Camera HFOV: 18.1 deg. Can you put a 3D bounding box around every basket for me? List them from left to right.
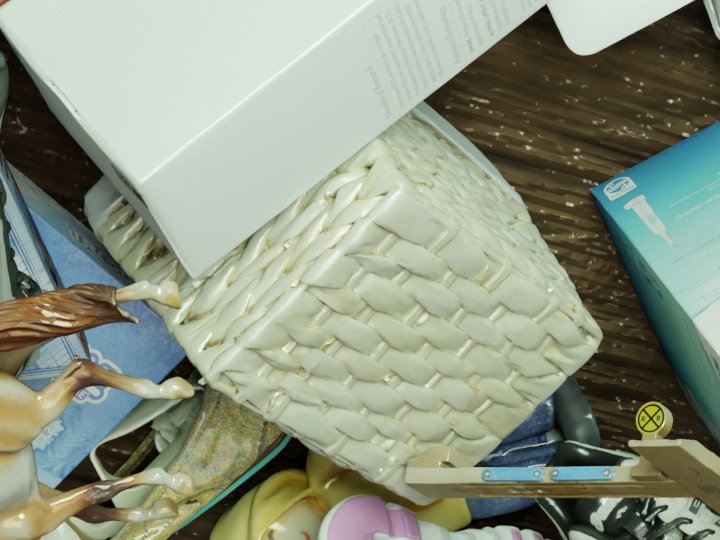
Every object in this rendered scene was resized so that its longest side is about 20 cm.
[{"bbox_3d":[0.000,0.000,0.996,0.136,0.124,0.200,-44,142,10],"label":"basket"}]

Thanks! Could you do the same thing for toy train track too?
[{"bbox_3d":[0.111,0.078,0.954,0.199,0.033,0.115,-4,156,32],"label":"toy train track"}]

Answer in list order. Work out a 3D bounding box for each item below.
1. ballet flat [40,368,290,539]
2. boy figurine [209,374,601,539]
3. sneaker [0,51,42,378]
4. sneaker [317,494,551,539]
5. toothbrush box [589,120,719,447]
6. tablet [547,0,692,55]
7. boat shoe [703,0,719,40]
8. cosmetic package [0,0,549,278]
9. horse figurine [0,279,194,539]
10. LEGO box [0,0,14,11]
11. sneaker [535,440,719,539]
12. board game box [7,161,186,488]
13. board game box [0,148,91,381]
[{"bbox_3d":[-0.120,0.117,1.095,0.200,0.071,0.071,-44,116,3],"label":"ballet flat"},{"bbox_3d":[0.020,0.104,1.120,0.199,0.065,0.125,-16,123,-7],"label":"boy figurine"},{"bbox_3d":[-0.164,-0.001,0.919,0.079,0.074,0.201,2,119,-24],"label":"sneaker"},{"bbox_3d":[0.038,0.171,1.095,0.199,0.081,0.088,21,133,-34],"label":"sneaker"},{"bbox_3d":[0.196,0.038,1.051,0.085,0.200,0.147,-27,116,2],"label":"toothbrush box"},{"bbox_3d":[0.107,-0.201,0.947,0.130,0.014,0.201,-28,116,2],"label":"tablet"},{"bbox_3d":[0.190,-0.139,1.043,0.073,0.065,0.201,-27,117,1],"label":"boat shoe"},{"bbox_3d":[-0.029,-0.107,0.890,0.200,0.113,0.081,-37,149,-5],"label":"cosmetic package"},{"bbox_3d":[-0.132,0.070,0.901,0.132,0.050,0.201,-10,138,-16],"label":"horse figurine"},{"bbox_3d":[-0.113,-0.217,0.900,0.200,0.077,0.149,-38,86,6],"label":"LEGO box"},{"bbox_3d":[0.135,0.132,1.018,0.087,0.200,0.076,37,86,-20],"label":"sneaker"},{"bbox_3d":[-0.215,0.037,1.049,0.199,0.043,0.200,-45,115,9],"label":"board game box"},{"bbox_3d":[-0.217,-0.007,0.971,0.199,0.062,0.200,-36,115,3],"label":"board game box"}]
